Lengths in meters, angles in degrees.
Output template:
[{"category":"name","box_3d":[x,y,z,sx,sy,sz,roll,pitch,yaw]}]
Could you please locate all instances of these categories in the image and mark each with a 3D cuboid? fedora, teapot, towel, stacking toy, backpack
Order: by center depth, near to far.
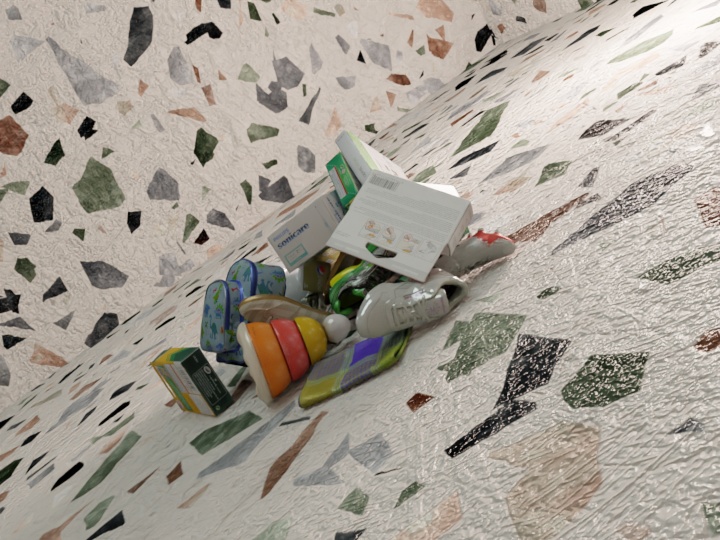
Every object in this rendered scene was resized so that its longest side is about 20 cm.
[{"category":"towel","box_3d":[-0.010,0.150,1.390,0.197,0.023,0.144,-28,14,24]},{"category":"stacking toy","box_3d":[-0.107,0.131,1.497,0.196,0.149,0.146,-21,12,-8]},{"category":"backpack","box_3d":[-0.225,0.081,1.665,0.182,0.144,0.205,-8,72,61]},{"category":"fedora","box_3d":[0.000,0.000,1.687,0.203,0.081,0.201,-59,-9,-15]},{"category":"teapot","box_3d":[-0.188,0.052,1.873,0.199,0.148,0.197,-38,14,-16]}]

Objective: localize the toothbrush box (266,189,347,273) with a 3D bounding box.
[{"category":"toothbrush box","box_3d":[-0.073,-0.089,1.683,0.145,0.086,0.200,-34,0,23]}]

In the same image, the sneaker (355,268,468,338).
[{"category":"sneaker","box_3d":[0.083,0.050,1.361,0.197,0.076,0.099,-26,20,-22]}]

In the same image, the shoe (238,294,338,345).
[{"category":"shoe","box_3d":[-0.126,0.093,1.557,0.071,0.195,0.054,115,163,-44]}]

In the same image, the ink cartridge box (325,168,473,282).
[{"category":"ink cartridge box","box_3d":[0.066,-0.069,1.449,0.197,0.045,0.178,21,65,26]}]

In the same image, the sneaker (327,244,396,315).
[{"category":"sneaker","box_3d":[0.025,0.014,1.559,0.199,0.078,0.086,-42,29,18]}]

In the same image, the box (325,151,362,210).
[{"category":"box","box_3d":[0.021,-0.145,1.690,0.048,0.198,0.119,-38,54,22]}]

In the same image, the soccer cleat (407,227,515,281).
[{"category":"soccer cleat","box_3d":[0.168,-0.017,1.456,0.196,0.069,0.087,-4,58,25]}]

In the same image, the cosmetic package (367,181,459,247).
[{"category":"cosmetic package","box_3d":[0.092,-0.102,1.617,0.196,0.082,0.114,-2,-39,-34]}]

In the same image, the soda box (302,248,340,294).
[{"category":"soda box","box_3d":[-0.056,-0.010,1.824,0.063,0.069,0.200,9,17,19]}]

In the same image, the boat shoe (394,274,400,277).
[{"category":"boat shoe","box_3d":[0.092,-0.032,1.705,0.065,0.075,0.199,-29,4,36]}]

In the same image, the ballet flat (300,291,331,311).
[{"category":"ballet flat","box_3d":[-0.102,0.090,1.712,0.069,0.070,0.201,-29,15,15]}]

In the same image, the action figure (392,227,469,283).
[{"category":"action figure","box_3d":[0.135,-0.023,1.582,0.200,0.055,0.118,-44,15,-23]}]

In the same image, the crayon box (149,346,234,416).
[{"category":"crayon box","box_3d":[-0.334,0.216,1.682,0.051,0.127,0.199,-38,15,-28]}]

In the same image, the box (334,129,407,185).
[{"category":"box","box_3d":[0.045,-0.183,1.682,0.036,0.199,0.146,-42,52,16]}]
